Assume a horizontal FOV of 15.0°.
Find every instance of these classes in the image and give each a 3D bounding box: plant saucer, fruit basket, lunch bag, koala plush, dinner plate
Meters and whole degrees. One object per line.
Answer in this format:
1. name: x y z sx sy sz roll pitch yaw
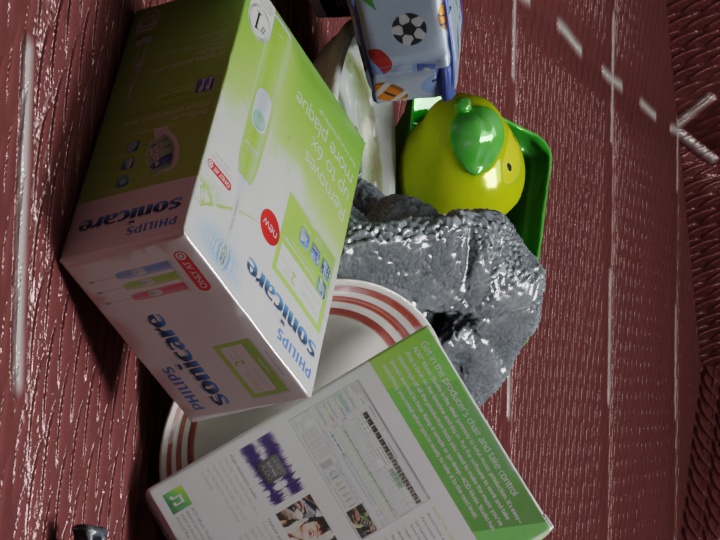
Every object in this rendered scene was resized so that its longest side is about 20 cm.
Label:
1. plant saucer: -0.018 -0.080 1.950 0.200 0.050 0.202 1 90 -76
2. fruit basket: 0.082 -0.055 2.088 0.216 0.155 0.217 -49 -153 35
3. lunch bag: 0.031 -0.227 1.887 0.161 0.075 0.201 -79 165 -61
4. koala plush: 0.000 0.000 1.776 0.200 0.183 0.179 37 -47 51
5. dinner plate: -0.036 0.094 1.656 0.024 0.199 0.201 41 -34 51

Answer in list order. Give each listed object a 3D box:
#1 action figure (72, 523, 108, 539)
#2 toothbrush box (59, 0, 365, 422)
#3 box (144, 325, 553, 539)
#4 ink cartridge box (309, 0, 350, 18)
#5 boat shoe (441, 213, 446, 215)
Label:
1. action figure: -0.125 0.240 1.409 0.193 0.104 0.202 -20 108 -66
2. toothbrush box: -0.079 -0.041 1.547 0.146 0.086 0.201 55 35 -38
3. box: -0.007 0.143 1.604 0.145 0.199 0.036 59 -12 9
4. ink cartridge box: -0.021 -0.288 1.917 0.099 0.039 0.202 53 35 -75
5. boat shoe: 0.028 0.054 1.963 0.201 0.071 0.072 -58 179 -18
